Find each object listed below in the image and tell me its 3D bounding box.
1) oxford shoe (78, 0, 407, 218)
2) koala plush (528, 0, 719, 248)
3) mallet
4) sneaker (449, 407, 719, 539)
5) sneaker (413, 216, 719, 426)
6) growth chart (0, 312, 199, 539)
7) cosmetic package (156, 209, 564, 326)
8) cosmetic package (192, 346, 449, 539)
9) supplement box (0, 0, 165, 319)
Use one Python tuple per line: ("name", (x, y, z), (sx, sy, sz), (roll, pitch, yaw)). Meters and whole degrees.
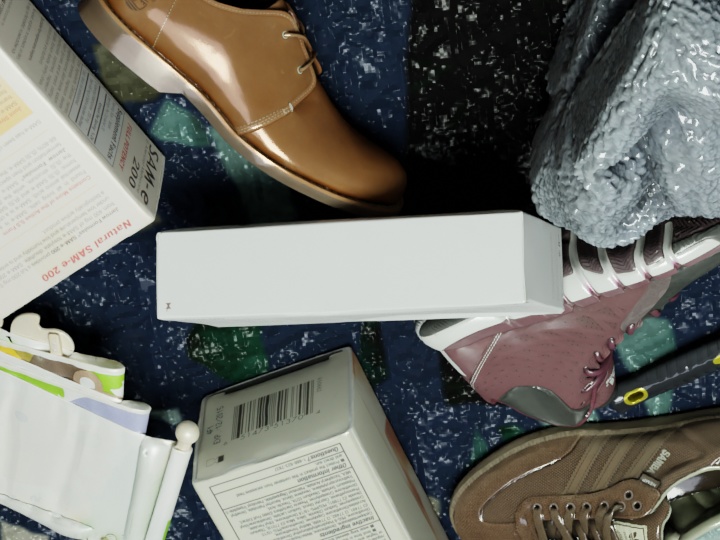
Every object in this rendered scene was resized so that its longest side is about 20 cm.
("oxford shoe", (-0.044, -0.098, 1.043), (0.200, 0.071, 0.071), (37, 108, -20))
("koala plush", (0.201, -0.077, 1.005), (0.199, 0.178, 0.184), (15, 133, -10))
("mallet", (0.236, 0.041, 1.149), (0.200, 0.041, 0.066), (-33, 113, 24))
("sneaker", (0.147, 0.132, 1.181), (0.199, 0.076, 0.071), (-17, 121, 10))
("sneaker", (0.138, 0.022, 1.122), (0.199, 0.076, 0.116), (-19, 126, 24))
("growth chart", (-0.185, 0.087, 1.159), (0.199, 0.018, 0.145), (28, 122, 4))
("cosmetic package", (0.000, 0.000, 1.063), (0.199, 0.082, 0.051), (-3, 86, 19))
("cosmetic package", (-0.011, 0.157, 1.191), (0.103, 0.087, 0.201), (-19, 119, 11))
("supplement box", (-0.211, -0.081, 1.050), (0.126, 0.074, 0.200), (-30, 117, 18))
